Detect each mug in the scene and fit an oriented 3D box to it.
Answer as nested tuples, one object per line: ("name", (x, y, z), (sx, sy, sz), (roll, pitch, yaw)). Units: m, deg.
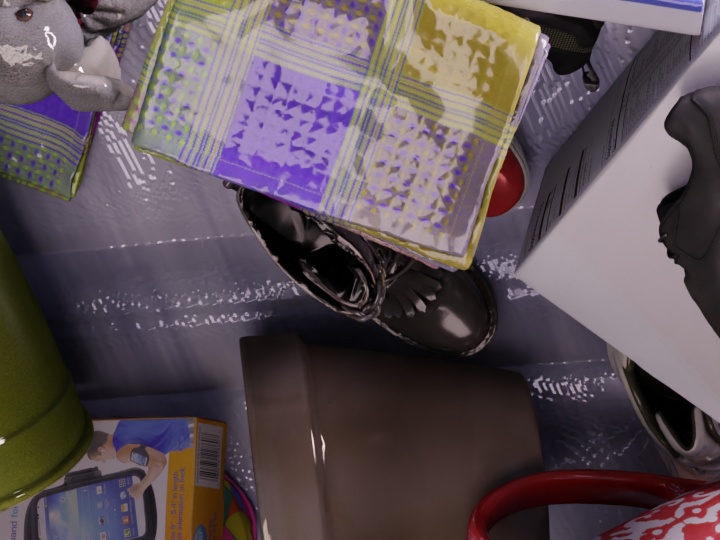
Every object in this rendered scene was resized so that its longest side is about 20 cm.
("mug", (0.168, 0.174, 1.351), (0.178, 0.199, 0.133), (62, 152, 7))

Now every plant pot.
("plant pot", (-0.281, 0.032, 1.466), (0.199, 0.200, 0.194), (-6, 111, 15))
("plant pot", (0.021, 0.129, 1.467), (0.172, 0.200, 0.201), (-8, 117, -3))

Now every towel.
("towel", (-0.012, -0.094, 1.261), (0.199, 0.023, 0.144), (22, 111, -3))
("towel", (-0.214, -0.145, 1.451), (0.143, 0.023, 0.201), (21, 119, 0))

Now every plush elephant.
("plush elephant", (-0.182, -0.161, 1.333), (0.164, 0.155, 0.201), (4, 118, 8))

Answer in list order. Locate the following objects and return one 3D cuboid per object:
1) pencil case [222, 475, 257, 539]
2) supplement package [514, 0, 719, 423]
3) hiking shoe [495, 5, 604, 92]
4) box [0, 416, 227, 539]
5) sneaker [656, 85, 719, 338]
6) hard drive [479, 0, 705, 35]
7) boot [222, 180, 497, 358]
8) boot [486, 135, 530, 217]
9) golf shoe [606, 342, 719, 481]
("pencil case", (-0.163, 0.201, 1.587), (0.199, 0.088, 0.089), (-29, 108, 22))
("supplement package", (0.225, -0.045, 1.338), (0.191, 0.147, 0.200), (35, 119, -8))
("hiking shoe", (0.042, -0.145, 1.366), (0.199, 0.076, 0.101), (6, 115, 8))
("box", (-0.179, 0.156, 1.536), (0.199, 0.041, 0.120), (-4, 79, 29))
("sneaker", (0.199, -0.007, 1.247), (0.090, 0.076, 0.201), (4, 111, 20))
("hard drive", (0.091, -0.182, 1.303), (0.199, 0.132, 0.025), (10, 126, 7))
("boot", (0.000, 0.000, 1.389), (0.200, 0.174, 0.069), (39, 100, -9))
("boot", (0.005, -0.075, 1.372), (0.200, 0.144, 0.072), (35, 117, -9))
("golf shoe", (0.201, 0.100, 1.449), (0.078, 0.097, 0.200), (-27, 110, 22))
